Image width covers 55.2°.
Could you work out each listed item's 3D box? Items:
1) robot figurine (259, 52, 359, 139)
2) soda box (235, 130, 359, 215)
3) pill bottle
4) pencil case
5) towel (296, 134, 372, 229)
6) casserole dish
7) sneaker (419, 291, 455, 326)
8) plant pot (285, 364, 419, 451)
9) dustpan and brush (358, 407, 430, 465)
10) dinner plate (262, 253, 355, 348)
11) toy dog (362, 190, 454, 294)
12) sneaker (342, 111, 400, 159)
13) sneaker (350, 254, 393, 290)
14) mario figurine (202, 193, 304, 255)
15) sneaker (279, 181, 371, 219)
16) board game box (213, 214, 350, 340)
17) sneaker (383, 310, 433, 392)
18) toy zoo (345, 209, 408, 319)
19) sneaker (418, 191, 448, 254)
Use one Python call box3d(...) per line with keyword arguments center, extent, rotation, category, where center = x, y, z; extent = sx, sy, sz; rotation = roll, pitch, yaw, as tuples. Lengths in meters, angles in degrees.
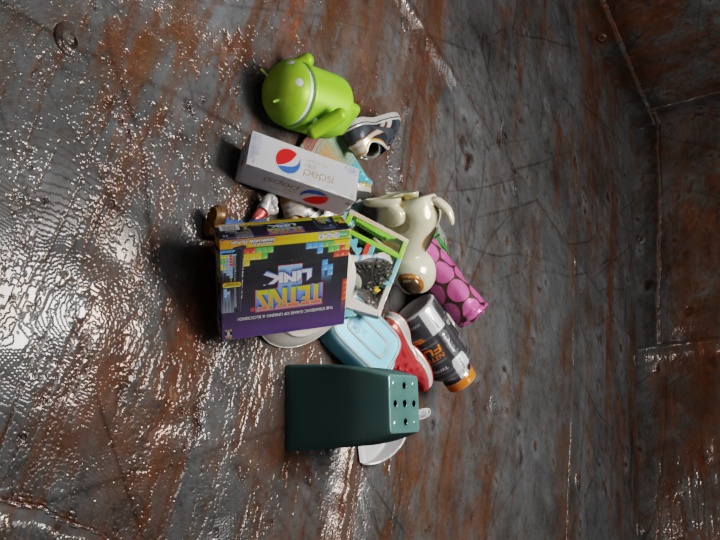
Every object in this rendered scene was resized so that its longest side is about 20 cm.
box3d(center=(-0.092, -0.304, 1.229), extent=(0.198, 0.116, 0.177), rotation=(6, 49, -47), category="robot figurine")
box3d(center=(-0.104, -0.160, 1.153), extent=(0.197, 0.068, 0.065), rotation=(17, 65, -21), category="soda box")
box3d(center=(0.165, 0.160, 1.461), extent=(0.201, 0.105, 0.106), rotation=(55, 41, -11), category="pill bottle")
box3d(center=(0.190, 0.025, 1.476), extent=(0.201, 0.091, 0.093), rotation=(55, 20, 16), category="pencil case")
box3d(center=(-0.048, -0.198, 1.354), extent=(0.201, 0.021, 0.148), rotation=(54, 42, -32), category="towel")
box3d(center=(0.005, 0.123, 1.288), extent=(0.200, 0.039, 0.122), rotation=(45, 58, -19), category="casserole dish")
box3d(center=(0.159, 0.076, 1.538), extent=(0.082, 0.080, 0.204), rotation=(-8, 85, -43), category="sneaker")
box3d(center=(-0.007, 0.226, 1.154), extent=(0.140, 0.197, 0.144), rotation=(14, 70, -51), category="plant pot")
box3d(center=(0.070, 0.296, 1.366), extent=(0.198, 0.056, 0.143), rotation=(1, 81, -55), category="dustpan and brush")
box3d(center=(-0.082, 0.048, 1.139), extent=(0.198, 0.024, 0.203), rotation=(-24, 135, -27), category="dinner plate")
box3d(center=(0.103, -0.054, 1.395), extent=(0.139, 0.190, 0.204), rotation=(-36, 124, -66), category="toy dog")
box3d(center=(0.030, -0.275, 1.427), extent=(0.199, 0.078, 0.081), rotation=(-27, 93, -53), category="sneaker")
box3d(center=(-0.033, -0.004, 1.218), extent=(0.196, 0.073, 0.073), rotation=(-3, 124, -26), category="sneaker")
box3d(center=(-0.148, -0.068, 1.106), extent=(0.198, 0.105, 0.126), rotation=(1, 88, -52), category="mario figurine")
box3d(center=(-0.061, -0.113, 1.264), extent=(0.197, 0.075, 0.090), rotation=(-17, 102, -36), category="sneaker")
box3d(center=(-0.118, 0.010, 1.032), extent=(0.196, 0.057, 0.168), rotation=(-7, 119, -19), category="board game box")
box3d(center=(0.069, 0.194, 1.401), extent=(0.116, 0.078, 0.202), rotation=(-45, 115, -33), category="sneaker")
box3d(center=(0.000, 0.000, 1.272), extent=(0.129, 0.020, 0.203), rotation=(26, 65, -6), category="toy zoo")
box3d(center=(0.149, -0.090, 1.576), extent=(0.086, 0.077, 0.203), rotation=(-61, 137, -54), category="sneaker")
